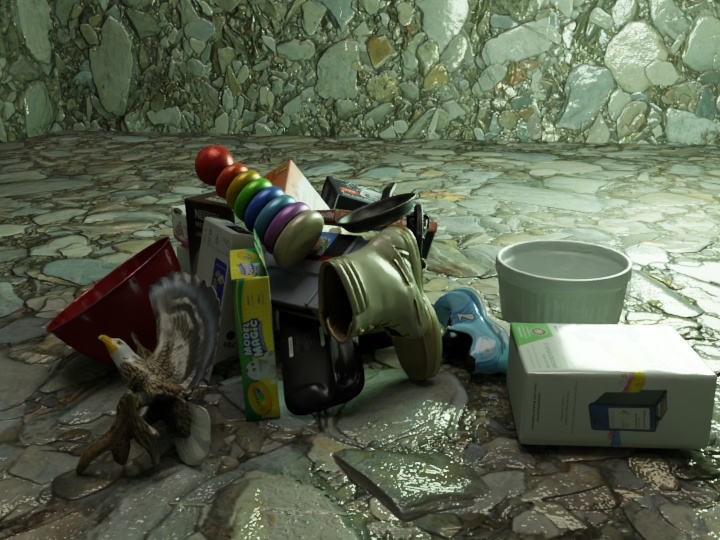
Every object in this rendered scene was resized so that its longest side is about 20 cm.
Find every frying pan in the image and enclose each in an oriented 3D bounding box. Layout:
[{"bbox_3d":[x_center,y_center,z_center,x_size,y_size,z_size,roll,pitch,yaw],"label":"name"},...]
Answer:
[{"bbox_3d":[0.017,-0.084,1.010,0.113,0.031,0.190,-21,12,-4],"label":"frying pan"}]

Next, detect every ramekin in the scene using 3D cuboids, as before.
[{"bbox_3d":[0.299,0.032,1.083,0.195,0.107,0.201,-1,18,0],"label":"ramekin"}]

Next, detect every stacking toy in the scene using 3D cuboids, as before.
[{"bbox_3d":[-0.143,-0.097,0.963,0.199,0.086,0.085,41,35,18],"label":"stacking toy"}]

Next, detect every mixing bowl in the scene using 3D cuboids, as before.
[{"bbox_3d":[-0.307,0.057,0.980,0.198,0.109,0.201,-33,17,11],"label":"mixing bowl"}]

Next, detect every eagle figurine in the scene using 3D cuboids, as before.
[{"bbox_3d":[-0.224,0.111,0.802,0.148,0.154,0.201,-8,24,12],"label":"eagle figurine"}]

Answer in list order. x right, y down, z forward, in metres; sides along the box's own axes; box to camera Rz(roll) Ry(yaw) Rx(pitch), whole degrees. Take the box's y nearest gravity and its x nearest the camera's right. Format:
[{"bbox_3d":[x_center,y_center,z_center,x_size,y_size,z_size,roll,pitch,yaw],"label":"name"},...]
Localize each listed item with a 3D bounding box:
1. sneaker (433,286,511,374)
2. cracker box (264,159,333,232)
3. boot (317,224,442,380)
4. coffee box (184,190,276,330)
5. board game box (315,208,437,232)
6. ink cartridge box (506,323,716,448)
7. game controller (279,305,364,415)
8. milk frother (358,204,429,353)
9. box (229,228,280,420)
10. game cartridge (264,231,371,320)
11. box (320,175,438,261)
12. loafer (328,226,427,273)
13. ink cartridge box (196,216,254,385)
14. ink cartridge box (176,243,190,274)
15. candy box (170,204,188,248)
[{"bbox_3d":[0.140,0.080,0.996,0.088,0.080,0.200,-9,20,-14],"label":"sneaker"},{"bbox_3d":[-0.083,-0.059,1.173,0.057,0.201,0.135,-23,37,21],"label":"cracker box"},{"bbox_3d":[0.024,0.062,0.876,0.071,0.204,0.154,-4,16,40],"label":"boot"},{"bbox_3d":[-0.191,-0.008,1.075,0.113,0.204,0.079,13,22,38],"label":"coffee box"},{"bbox_3d":[0.013,-0.074,1.107,0.197,0.020,0.102,4,-1,-38],"label":"board game box"},{"bbox_3d":[0.272,0.125,0.816,0.195,0.089,0.146,2,18,5],"label":"ink cartridge box"},{"bbox_3d":[-0.054,0.092,0.919,0.103,0.042,0.202,-26,39,12],"label":"game controller"},{"bbox_3d":[0.000,0.000,1.048,0.184,0.204,0.181,-7,23,-17],"label":"milk frother"},{"bbox_3d":[-0.128,0.061,0.869,0.047,0.204,0.117,-4,18,-10],"label":"box"},{"bbox_3d":[-0.072,0.001,0.973,0.198,0.039,0.131,8,54,45],"label":"game cartridge"},{"bbox_3d":[0.022,-0.089,1.372,0.196,0.106,0.182,15,14,-14],"label":"box"},{"bbox_3d":[0.032,-0.030,1.194,0.198,0.068,0.077,24,41,-35],"label":"loafer"},{"bbox_3d":[-0.189,0.039,0.962,0.039,0.204,0.099,5,13,-37],"label":"ink cartridge box"},{"bbox_3d":[-0.201,-0.005,1.249,0.197,0.089,0.144,13,23,40],"label":"ink cartridge box"},{"bbox_3d":[-0.211,-0.085,1.253,0.197,0.062,0.136,-12,22,-29],"label":"candy box"}]
